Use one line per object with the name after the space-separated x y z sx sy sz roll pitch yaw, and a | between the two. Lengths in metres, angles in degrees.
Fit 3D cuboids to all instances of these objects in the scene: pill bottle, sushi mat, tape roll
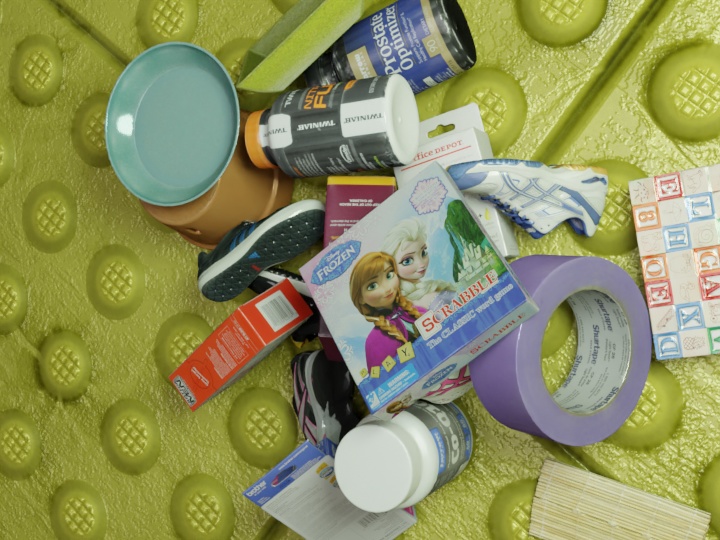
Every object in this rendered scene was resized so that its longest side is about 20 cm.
0.052 0.213 1.093 0.113 0.200 0.115 0 91 24 | pill bottle
0.035 -0.263 1.150 0.198 0.112 0.113 -23 81 22 | pill bottle
0.299 0.295 1.087 0.198 0.012 0.097 16 98 23 | sushi mat
-0.038 -0.166 1.104 0.198 0.106 0.108 -4 88 24 | pill bottle
0.219 0.084 1.016 0.085 0.198 0.203 3 92 58 | tape roll

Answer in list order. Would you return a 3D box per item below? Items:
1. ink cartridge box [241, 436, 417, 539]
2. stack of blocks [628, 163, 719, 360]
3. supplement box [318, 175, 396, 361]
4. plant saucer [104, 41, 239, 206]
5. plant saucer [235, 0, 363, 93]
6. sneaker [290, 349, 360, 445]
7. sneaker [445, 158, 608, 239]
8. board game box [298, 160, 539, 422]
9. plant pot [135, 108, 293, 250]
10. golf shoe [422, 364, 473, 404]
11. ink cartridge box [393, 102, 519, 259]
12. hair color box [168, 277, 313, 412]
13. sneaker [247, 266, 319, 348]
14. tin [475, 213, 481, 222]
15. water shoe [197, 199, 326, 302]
-0.037 0.285 1.157 0.119 0.042 0.200 -40 119 18 | ink cartridge box
0.372 -0.009 1.030 0.114 0.058 0.203 -9 86 23 | stack of blocks
0.000 0.000 1.125 0.085 0.111 0.202 1 70 4 | supplement box
-0.228 -0.179 1.155 0.198 0.036 0.203 -1 89 23 | plant saucer
-0.065 -0.305 1.171 0.200 0.200 0.048 -41 111 15 | plant saucer
-0.047 0.196 1.216 0.086 0.080 0.203 5 101 55 | sneaker
0.191 -0.081 1.061 0.197 0.075 0.089 4 96 -11 | sneaker
0.054 0.019 0.983 0.199 0.041 0.200 -38 57 12 | board game box
-0.206 -0.126 1.241 0.198 0.140 0.203 0 90 23 | plant pot
0.088 0.126 1.087 0.072 0.198 0.093 27 128 50 | golf shoe
0.110 -0.099 1.140 0.114 0.068 0.202 -17 83 22 | ink cartridge box
-0.157 0.098 1.199 0.061 0.101 0.200 52 131 5 | hair color box
-0.089 0.052 1.226 0.198 0.070 0.091 17 93 21 | sneaker
0.090 0.011 1.051 0.111 0.042 0.202 -1 70 -6 | tin
-0.132 -0.043 1.185 0.199 0.072 0.079 -33 47 11 | water shoe
